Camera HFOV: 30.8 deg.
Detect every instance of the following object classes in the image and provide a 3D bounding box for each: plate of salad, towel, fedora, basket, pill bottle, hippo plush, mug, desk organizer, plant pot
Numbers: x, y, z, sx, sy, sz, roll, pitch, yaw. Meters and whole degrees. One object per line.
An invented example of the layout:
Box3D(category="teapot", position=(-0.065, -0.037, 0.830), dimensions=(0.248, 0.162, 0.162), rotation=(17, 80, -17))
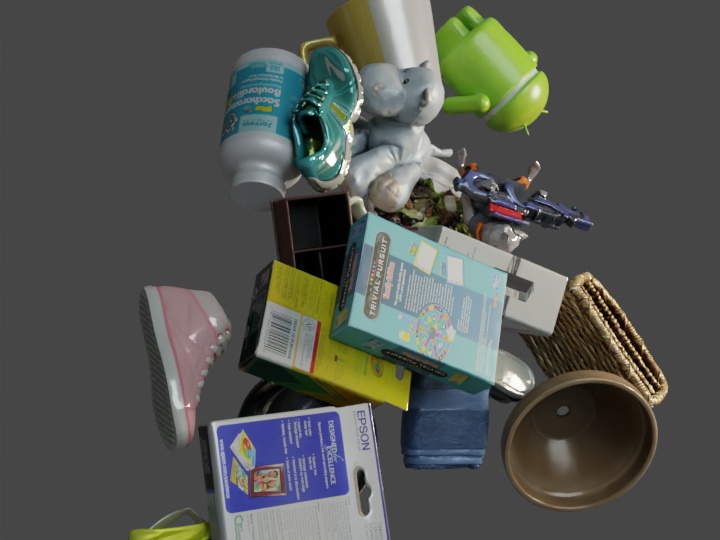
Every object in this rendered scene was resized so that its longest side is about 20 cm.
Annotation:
Box3D(category="plate of salad", position=(0.101, -0.078, 1.796), dimensions=(0.200, 0.048, 0.201), rotation=(13, 60, -24))
Box3D(category="towel", position=(0.107, 0.148, 1.629), dimensions=(0.111, 0.049, 0.201), rotation=(3, 93, -14))
Box3D(category="fedora", position=(-0.047, 0.188, 1.537), dimensions=(0.200, 0.092, 0.201), rotation=(14, 60, -24))
Box3D(category="basket", position=(0.338, 0.100, 1.778), dimensions=(0.143, 0.149, 0.200), rotation=(-26, 79, -37))
Box3D(category="pill bottle", position=(-0.122, -0.177, 1.676), dimensions=(0.111, 0.111, 0.200), rotation=(18, 57, -22))
Box3D(category="hippo plush", position=(0.050, -0.182, 1.704), dimensions=(0.199, 0.161, 0.160), rotation=(11, 44, -10))
Box3D(category="mug", position=(0.028, -0.289, 1.831), dimensions=(0.149, 0.186, 0.154), rotation=(3, 69, -66))
Box3D(category="desk organizer", position=(-0.050, 0.005, 1.601), dimensions=(0.072, 0.077, 0.201), rotation=(-8, 91, -33))
Box3D(category="plant pot", position=(0.274, 0.203, 1.688), dimensions=(0.200, 0.201, 0.093), rotation=(24, 21, -18))

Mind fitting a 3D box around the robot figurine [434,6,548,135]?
Box3D(category="robot figurine", position=(0.193, -0.287, 1.916), dimensions=(0.200, 0.116, 0.175), rotation=(46, 47, -2))

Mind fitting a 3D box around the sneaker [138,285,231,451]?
Box3D(category="sneaker", position=(-0.190, 0.107, 1.507), dimensions=(0.104, 0.075, 0.201), rotation=(-1, 62, -25))

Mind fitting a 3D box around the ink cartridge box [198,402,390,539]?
Box3D(category="ink cartridge box", position=(-0.070, 0.254, 1.432), dimensions=(0.200, 0.047, 0.198), rotation=(-3, 81, -32))

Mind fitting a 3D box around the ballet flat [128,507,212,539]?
Box3D(category="ballet flat", position=(-0.163, 0.288, 1.440), dimensions=(0.200, 0.067, 0.067), rotation=(-9, 51, -32))

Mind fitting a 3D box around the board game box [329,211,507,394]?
Box3D(category="board game box", position=(0.072, 0.040, 1.533), dimensions=(0.200, 0.047, 0.151), rotation=(23, 59, -21))

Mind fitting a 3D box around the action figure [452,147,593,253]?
Box3D(category="action figure", position=(0.205, -0.081, 1.772), dimensions=(0.200, 0.105, 0.194), rotation=(21, 36, -7))

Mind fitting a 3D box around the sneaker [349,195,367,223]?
Box3D(category="sneaker", position=(0.000, 0.000, 1.662), dimensions=(0.075, 0.100, 0.200), rotation=(-11, 73, -36))

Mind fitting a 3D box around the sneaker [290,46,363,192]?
Box3D(category="sneaker", position=(-0.046, -0.197, 1.629), dimensions=(0.080, 0.077, 0.200), rotation=(37, 49, -51))

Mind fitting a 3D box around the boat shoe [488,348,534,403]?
Box3D(category="boat shoe", position=(0.134, 0.111, 1.706), dimensions=(0.200, 0.062, 0.075), rotation=(29, 52, -17))

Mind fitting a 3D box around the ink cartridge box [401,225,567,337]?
Box3D(category="ink cartridge box", position=(0.145, 0.014, 1.697), dimensions=(0.200, 0.144, 0.084), rotation=(22, 82, -23))

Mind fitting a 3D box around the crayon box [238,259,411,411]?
Box3D(category="crayon box", position=(-0.034, 0.084, 1.507), dimensions=(0.200, 0.051, 0.127), rotation=(23, 56, -21))
